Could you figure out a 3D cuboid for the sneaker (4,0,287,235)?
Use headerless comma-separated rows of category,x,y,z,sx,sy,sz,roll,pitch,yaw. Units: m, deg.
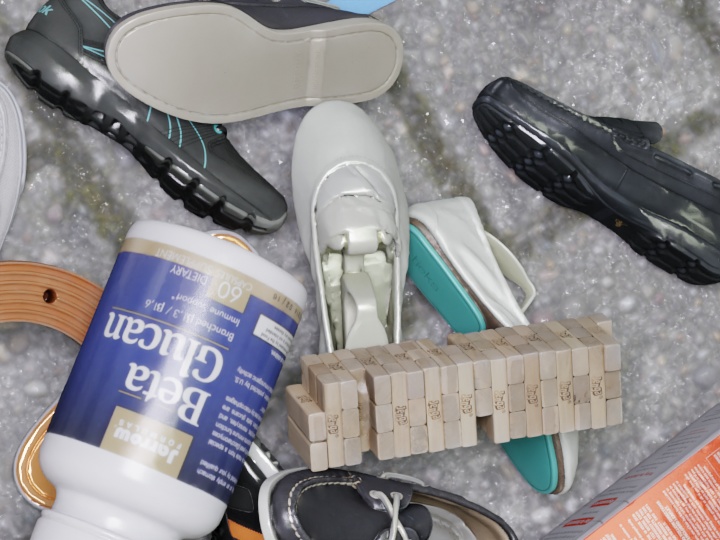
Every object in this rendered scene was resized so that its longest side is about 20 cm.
sneaker,-0.117,-0.100,1.550,0.200,0.075,0.079,38,75,-5

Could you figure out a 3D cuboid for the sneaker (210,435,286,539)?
sneaker,-0.064,0.175,1.518,0.090,0.070,0.201,-34,103,-10

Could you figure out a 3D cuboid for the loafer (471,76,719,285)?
loafer,0.161,-0.066,1.608,0.200,0.068,0.071,32,70,-11

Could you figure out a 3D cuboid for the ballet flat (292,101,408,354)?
ballet flat,0.000,0.000,1.534,0.069,0.069,0.201,-6,100,-12

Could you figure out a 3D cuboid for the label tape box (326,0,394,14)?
label tape box,-0.060,-0.241,1.585,0.144,0.063,0.201,-28,89,-13

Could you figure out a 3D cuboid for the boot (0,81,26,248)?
boot,-0.239,-0.025,1.505,0.073,0.096,0.201,12,81,-10

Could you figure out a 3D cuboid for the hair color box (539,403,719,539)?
hair color box,0.176,0.158,1.563,0.200,0.102,0.061,-35,91,-12

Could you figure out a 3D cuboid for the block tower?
block tower,0.059,0.070,1.497,0.199,0.058,0.054,-9,109,-15

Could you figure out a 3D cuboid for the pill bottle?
pill bottle,-0.114,0.083,1.437,0.111,0.111,0.201,22,80,-8

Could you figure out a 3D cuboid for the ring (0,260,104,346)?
ring,-0.200,0.095,1.467,0.199,0.019,0.202,-1,92,-27

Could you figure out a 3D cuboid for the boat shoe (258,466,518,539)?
boat shoe,0.019,0.154,1.495,0.200,0.060,0.074,26,56,-47

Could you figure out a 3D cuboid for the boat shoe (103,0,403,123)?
boat shoe,-0.072,-0.133,1.545,0.199,0.063,0.073,-2,114,-32

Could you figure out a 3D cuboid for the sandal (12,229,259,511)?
sandal,-0.125,0.064,1.535,0.079,0.059,0.207,41,77,-4

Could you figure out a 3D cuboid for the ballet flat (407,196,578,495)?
ballet flat,0.093,0.040,1.585,0.069,0.069,0.201,-30,89,-13
